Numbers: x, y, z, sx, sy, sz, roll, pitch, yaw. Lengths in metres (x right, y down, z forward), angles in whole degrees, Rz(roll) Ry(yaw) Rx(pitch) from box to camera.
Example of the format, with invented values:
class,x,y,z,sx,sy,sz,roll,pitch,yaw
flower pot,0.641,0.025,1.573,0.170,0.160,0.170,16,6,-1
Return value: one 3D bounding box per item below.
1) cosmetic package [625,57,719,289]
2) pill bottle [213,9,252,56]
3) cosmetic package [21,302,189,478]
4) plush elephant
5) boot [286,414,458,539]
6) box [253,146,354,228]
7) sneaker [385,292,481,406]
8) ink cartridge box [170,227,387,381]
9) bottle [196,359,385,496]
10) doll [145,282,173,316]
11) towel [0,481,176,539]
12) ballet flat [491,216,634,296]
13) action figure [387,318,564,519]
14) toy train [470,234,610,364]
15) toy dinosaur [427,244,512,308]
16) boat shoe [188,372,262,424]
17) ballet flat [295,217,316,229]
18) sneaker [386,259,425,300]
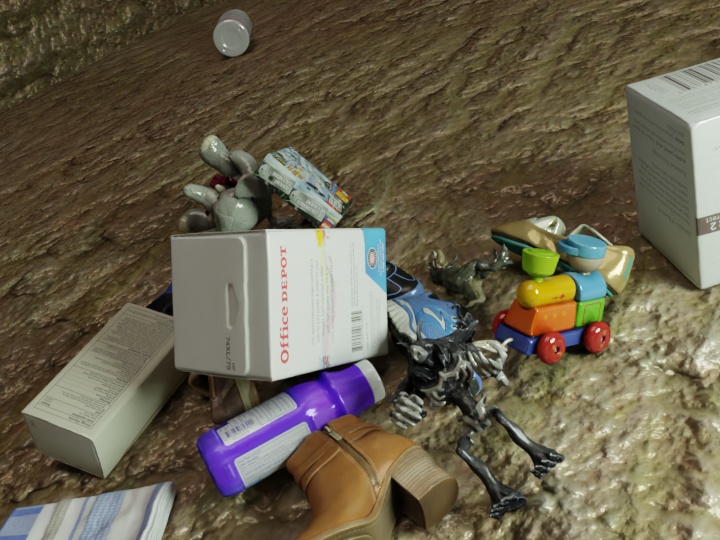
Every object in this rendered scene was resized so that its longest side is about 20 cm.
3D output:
class,x,y,z,sx,sy,sz,roll,pitch,yaw
cosmetic package,0.419,-0.120,0.927,0.163,0.201,0.165,-17,27,1
pill bottle,-0.399,-0.755,2.563,0.112,0.114,0.201,-14,29,5
cosmetic package,-0.291,0.137,0.972,0.103,0.074,0.200,16,43,19
plush elephant,-0.202,-0.100,1.245,0.199,0.166,0.155,26,8,8
boot,-0.029,0.205,0.737,0.199,0.077,0.155,-31,33,-28
box,-0.080,-0.124,1.222,0.040,0.137,0.200,-50,3,12
sneaker,0.091,0.073,0.902,0.089,0.079,0.200,-23,29,-6
ink cartridge box,-0.084,0.029,0.888,0.145,0.148,0.199,0,3,36
bottle,-0.069,0.159,0.846,0.199,0.066,0.083,-27,10,-17
doll,-0.266,0.056,1.156,0.135,0.049,0.200,-4,31,24
towel,-0.290,0.277,0.813,0.198,0.024,0.147,-11,29,12
ballet flat,0.246,-0.030,0.987,0.199,0.068,0.063,31,89,46
action figure,0.090,0.114,0.735,0.119,0.102,0.200,-41,59,1
toy train,0.175,0.030,0.835,0.199,0.117,0.084,-7,20,-33
toy dinosaur,0.143,0.004,1.008,0.088,0.048,0.200,-30,16,-2
boat shoe,-0.175,0.118,0.981,0.071,0.073,0.200,-22,35,-11
ballet flat,-0.097,-0.014,1.169,0.068,0.063,0.200,-7,31,22
sneaker,0.000,0.000,1.076,0.199,0.078,0.070,14,41,44
